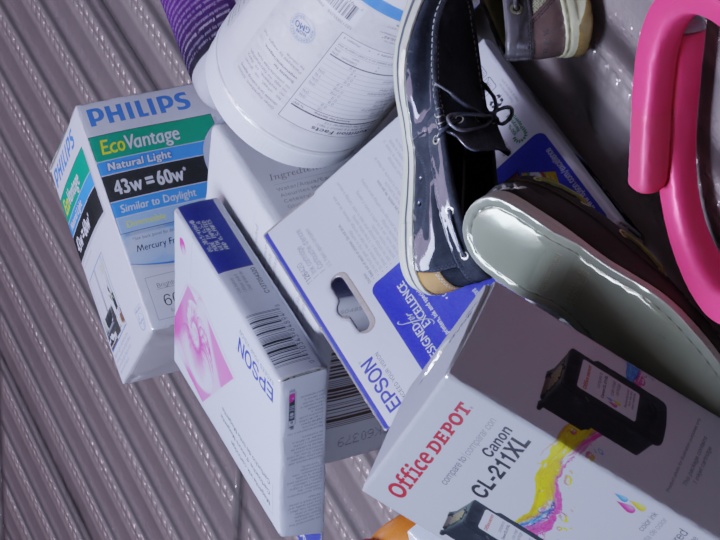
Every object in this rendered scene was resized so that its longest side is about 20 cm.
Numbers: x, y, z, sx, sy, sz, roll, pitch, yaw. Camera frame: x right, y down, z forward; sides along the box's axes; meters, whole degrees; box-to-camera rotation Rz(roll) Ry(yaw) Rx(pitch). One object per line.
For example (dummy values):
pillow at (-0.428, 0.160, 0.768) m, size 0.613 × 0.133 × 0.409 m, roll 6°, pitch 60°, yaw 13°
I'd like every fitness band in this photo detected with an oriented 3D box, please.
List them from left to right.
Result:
fitness band at (0.203, -0.066, 1.447) m, size 0.144 × 0.037 × 0.201 m, roll 46°, pitch 145°, yaw 49°

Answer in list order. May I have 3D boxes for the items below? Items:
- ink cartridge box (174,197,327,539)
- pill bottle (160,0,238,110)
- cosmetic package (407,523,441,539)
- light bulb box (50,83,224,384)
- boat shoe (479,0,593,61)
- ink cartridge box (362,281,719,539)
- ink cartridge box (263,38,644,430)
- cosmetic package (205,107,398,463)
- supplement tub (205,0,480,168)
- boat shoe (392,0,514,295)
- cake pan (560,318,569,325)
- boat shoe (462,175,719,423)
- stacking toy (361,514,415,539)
ink cartridge box at (-0.079, 0.085, 1.819) m, size 0.197 × 0.043 × 0.201 m, roll -126°, pitch 30°, yaw -44°
pill bottle at (-0.091, -0.193, 2.044) m, size 0.112 × 0.111 × 0.201 m, roll 114°, pitch 138°, yaw -59°
cosmetic package at (0.105, 0.254, 1.764) m, size 0.151 × 0.052 × 0.200 m, roll 45°, pitch 162°, yaw 28°
light bulb box at (-0.122, -0.040, 2.097) m, size 0.201 × 0.198 × 0.125 m, roll 69°, pitch 156°, yaw 17°
boat shoe at (0.083, -0.217, 1.638) m, size 0.073 × 0.065 × 0.200 m, roll 107°, pitch 144°, yaw -54°
ink cartridge box at (0.120, 0.119, 1.540) m, size 0.200 × 0.083 × 0.146 m, roll 31°, pitch 141°, yaw -1°
ink cartridge box at (0.057, -0.020, 1.679) m, size 0.047 × 0.200 × 0.198 m, roll 34°, pitch -162°, yaw -47°
cosmetic package at (0.000, 0.000, 1.849) m, size 0.165 × 0.164 × 0.200 m, roll 97°, pitch 151°, yaw -42°
supplement tub at (-0.007, -0.175, 1.745) m, size 0.200 × 0.132 × 0.132 m, roll -48°, pitch 56°, yaw 46°
boat shoe at (0.061, -0.085, 1.608) m, size 0.062 × 0.074 × 0.201 m, roll -1°, pitch 88°, yaw 36°
cake pan at (0.141, 0.133, 1.746) m, size 0.200 × 0.037 × 0.201 m, roll 166°, pitch 90°, yaw -70°
boat shoe at (0.155, 0.014, 1.551) m, size 0.201 × 0.061 × 0.072 m, roll 40°, pitch 130°, yaw 11°
stacking toy at (-0.012, 0.267, 1.995) m, size 0.146 × 0.199 × 0.147 m, roll 167°, pitch 90°, yaw -70°
